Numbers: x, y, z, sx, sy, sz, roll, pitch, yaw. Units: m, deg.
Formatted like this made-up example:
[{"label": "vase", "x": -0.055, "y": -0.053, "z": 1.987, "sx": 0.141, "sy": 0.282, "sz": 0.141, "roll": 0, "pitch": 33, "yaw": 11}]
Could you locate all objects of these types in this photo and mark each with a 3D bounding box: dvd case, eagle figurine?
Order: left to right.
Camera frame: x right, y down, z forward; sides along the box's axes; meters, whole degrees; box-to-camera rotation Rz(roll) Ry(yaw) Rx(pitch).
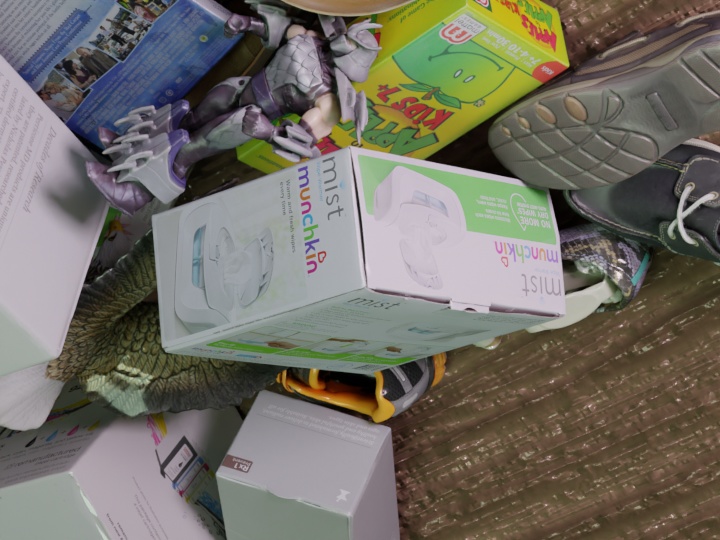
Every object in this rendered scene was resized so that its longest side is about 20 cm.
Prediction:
[{"label": "dvd case", "x": -0.193, "y": -0.162, "z": 1.672, "sx": 0.200, "sy": 0.018, "sz": 0.143, "roll": 32, "pitch": 125, "yaw": -24}, {"label": "eagle figurine", "x": -0.156, "y": 0.024, "z": 1.763, "sx": 0.200, "sy": 0.152, "sz": 0.151, "roll": -7, "pitch": 87, "yaw": 20}]

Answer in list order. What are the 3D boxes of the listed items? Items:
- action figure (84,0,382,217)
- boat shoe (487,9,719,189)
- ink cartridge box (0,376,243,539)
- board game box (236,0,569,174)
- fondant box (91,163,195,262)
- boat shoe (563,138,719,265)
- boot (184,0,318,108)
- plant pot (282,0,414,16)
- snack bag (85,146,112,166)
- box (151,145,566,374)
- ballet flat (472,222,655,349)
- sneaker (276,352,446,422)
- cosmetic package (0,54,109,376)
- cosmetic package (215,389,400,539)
[{"label": "action figure", "x": -0.071, "y": -0.103, "z": 1.629, "sx": 0.200, "sy": 0.130, "sz": 0.069, "roll": -28, "pitch": 127, "yaw": 16}, {"label": "boat shoe", "x": 0.175, "y": -0.108, "z": 1.646, "sx": 0.200, "sy": 0.073, "sz": 0.075, "roll": -16, "pitch": 117, "yaw": 30}, {"label": "ink cartridge box", "x": -0.185, "y": 0.163, "z": 1.890, "sx": 0.147, "sy": 0.200, "sz": 0.145, "roll": -17, "pitch": 110, "yaw": 31}, {"label": "board game box", "x": 0.024, "y": -0.118, "z": 1.683, "sx": 0.200, "sy": 0.048, "sz": 0.101, "roll": -32, "pitch": 141, "yaw": 32}, {"label": "fondant box", "x": -0.230, "y": -0.068, "z": 1.840, "sx": 0.200, "sy": 0.058, "sz": 0.144, "roll": 27, "pitch": 128, "yaw": -3}, {"label": "boat shoe", "x": 0.222, "y": -0.040, "z": 1.663, "sx": 0.200, "sy": 0.068, "sz": 0.072, "roll": 15, "pitch": 103, "yaw": 15}, {"label": "boot", "x": -0.080, "y": -0.159, "z": 1.730, "sx": 0.075, "sy": 0.074, "sz": 0.200, "roll": 45, "pitch": 129, "yaw": 3}, {"label": "plant pot", "x": -0.003, "y": -0.256, "z": 1.614, "sx": 0.200, "sy": 0.027, "sz": 0.201, "roll": 1, "pitch": 93, "yaw": 16}, {"label": "snack bag", "x": -0.271, "y": -0.078, "z": 1.779, "sx": 0.200, "sy": 0.021, "sz": 0.189, "roll": -33, "pitch": 120, "yaw": 30}, {"label": "box", "x": 0.000, "y": 0.000, "z": 1.671, "sx": 0.176, "sy": 0.200, "sz": 0.097, "roll": -19, "pitch": 72, "yaw": 39}, {"label": "ballet flat", "x": 0.100, "y": 0.016, "z": 1.752, "sx": 0.200, "sy": 0.072, "sz": 0.072, "roll": -15, "pitch": 113, "yaw": 30}, {"label": "sneaker", "x": -0.043, "y": 0.049, "z": 1.835, "sx": 0.200, "sy": 0.077, "sz": 0.078, "roll": 16, "pitch": 127, "yaw": 15}, {"label": "cosmetic package", "x": -0.292, "y": -0.042, "z": 1.672, "sx": 0.165, "sy": 0.165, "sz": 0.200, "roll": -17, "pitch": 131, "yaw": 30}, {"label": "cosmetic package", "x": -0.034, "y": 0.184, "z": 1.874, "sx": 0.107, "sy": 0.090, "sz": 0.200, "roll": 17, "pitch": 142, "yaw": 14}]
